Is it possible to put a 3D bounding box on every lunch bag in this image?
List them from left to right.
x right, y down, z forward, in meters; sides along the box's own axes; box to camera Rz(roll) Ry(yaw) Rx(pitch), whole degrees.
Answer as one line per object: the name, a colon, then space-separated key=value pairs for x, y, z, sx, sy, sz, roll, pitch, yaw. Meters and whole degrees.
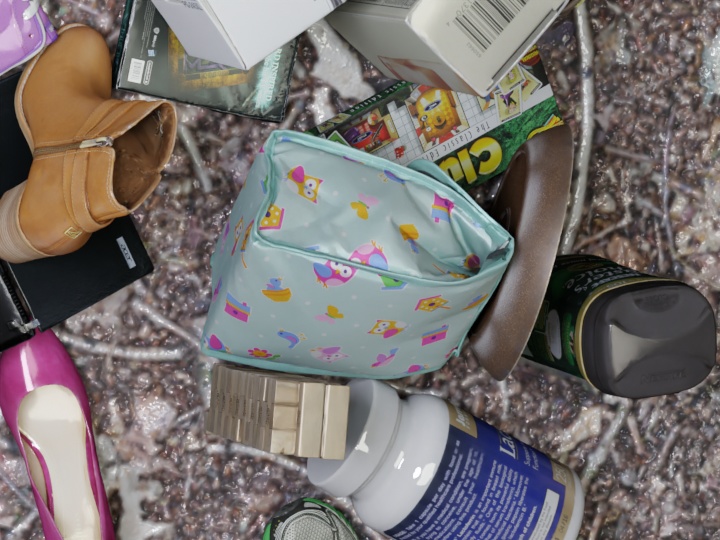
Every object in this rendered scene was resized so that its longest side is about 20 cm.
lunch bag: x=0.000 y=0.000 z=1.744 sx=0.199 sy=0.171 sz=0.122 roll=12 pitch=55 yaw=-11

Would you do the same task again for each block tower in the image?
block tower: x=-0.064 y=0.102 z=1.743 sx=0.054 sy=0.200 sz=0.058 roll=6 pitch=88 yaw=-19

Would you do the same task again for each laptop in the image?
laptop: x=-0.285 y=-0.030 z=1.732 sx=0.199 sy=0.103 sz=0.178 roll=-24 pitch=96 yaw=12

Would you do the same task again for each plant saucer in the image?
plant saucer: x=0.117 y=-0.017 z=1.792 sx=0.032 sy=0.200 sz=0.201 roll=15 pitch=93 yaw=-7

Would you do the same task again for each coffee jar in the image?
coffee jar: x=0.190 y=0.041 z=1.820 sx=0.104 sy=0.200 sz=0.086 roll=-8 pitch=100 yaw=-18

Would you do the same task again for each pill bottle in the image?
pill bottle: x=0.065 y=0.165 z=1.840 sx=0.199 sy=0.116 sz=0.116 roll=29 pitch=88 yaw=-21

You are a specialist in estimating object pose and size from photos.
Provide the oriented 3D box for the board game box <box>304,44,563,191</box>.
board game box: x=0.060 y=-0.106 z=1.840 sx=0.199 sy=0.023 sz=0.105 roll=-30 pitch=119 yaw=-13

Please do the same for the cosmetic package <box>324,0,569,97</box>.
cosmetic package: x=0.057 y=-0.196 z=1.740 sx=0.087 sy=0.200 sz=0.103 roll=43 pitch=85 yaw=-21

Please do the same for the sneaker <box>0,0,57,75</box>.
sneaker: x=-0.249 y=-0.223 z=1.701 sx=0.114 sy=0.073 sz=0.201 roll=33 pitch=95 yaw=-23

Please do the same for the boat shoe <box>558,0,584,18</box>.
boat shoe: x=0.183 y=-0.286 z=1.844 sx=0.072 sy=0.059 sz=0.201 roll=30 pitch=88 yaw=-20

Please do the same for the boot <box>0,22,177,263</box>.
boot: x=-0.181 y=-0.102 z=1.667 sx=0.074 sy=0.154 sz=0.201 roll=27 pitch=61 yaw=-32

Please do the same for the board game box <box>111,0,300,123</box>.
board game box: x=-0.102 y=-0.220 z=1.771 sx=0.135 sy=0.028 sz=0.201 roll=11 pitch=94 yaw=-21

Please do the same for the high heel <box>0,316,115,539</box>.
high heel: x=-0.221 y=0.136 z=1.745 sx=0.067 sy=0.096 sz=0.201 roll=-8 pitch=99 yaw=-18

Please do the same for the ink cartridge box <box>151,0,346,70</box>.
ink cartridge box: x=-0.047 y=-0.233 z=1.696 sx=0.200 sy=0.145 sz=0.084 roll=-36 pitch=109 yaw=-12

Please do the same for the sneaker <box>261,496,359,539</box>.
sneaker: x=-0.008 y=0.264 z=1.846 sx=0.078 sy=0.085 sz=0.201 roll=-33 pitch=106 yaw=-12
